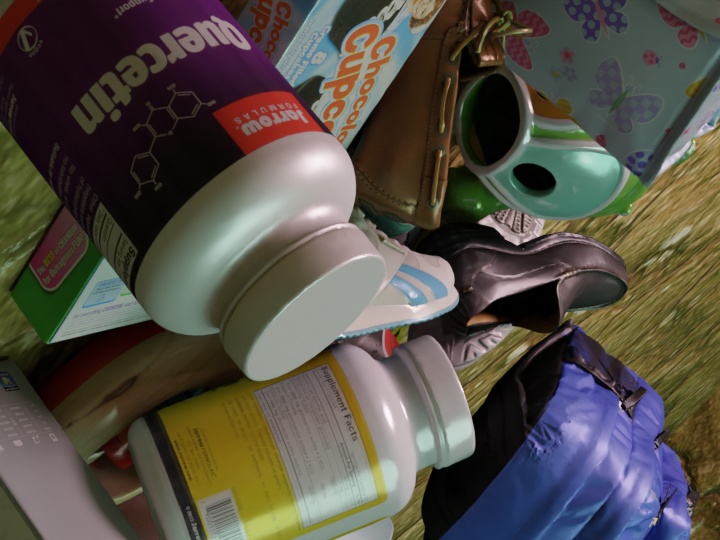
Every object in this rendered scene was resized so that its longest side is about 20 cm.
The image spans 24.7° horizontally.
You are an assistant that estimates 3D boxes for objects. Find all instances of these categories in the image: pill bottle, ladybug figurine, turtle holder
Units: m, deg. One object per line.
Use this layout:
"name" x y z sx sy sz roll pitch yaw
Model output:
"pill bottle" -0.035 0.112 1.012 0.198 0.113 0.112 -20 156 -12
"ladybug figurine" -0.145 0.083 1.066 0.199 0.072 0.136 -34 152 -3
"turtle holder" 0.126 -0.104 1.146 0.130 0.143 0.185 -6 -176 -35
"pill bottle" -0.078 -0.052 0.724 0.112 0.200 0.113 -35 160 -15

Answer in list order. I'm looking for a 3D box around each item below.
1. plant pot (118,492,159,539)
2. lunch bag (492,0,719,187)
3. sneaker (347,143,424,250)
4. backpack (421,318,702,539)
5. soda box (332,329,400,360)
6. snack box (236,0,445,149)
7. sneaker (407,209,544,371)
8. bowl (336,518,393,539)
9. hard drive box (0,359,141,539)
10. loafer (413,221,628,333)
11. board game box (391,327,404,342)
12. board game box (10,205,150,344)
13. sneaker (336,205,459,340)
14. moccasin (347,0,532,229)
"plant pot" -0.140 0.222 1.184 0.198 0.188 0.188 -16 150 -36
"lunch bag" 0.170 -0.182 0.958 0.127 0.169 0.201 -36 164 -47
"sneaker" 0.022 -0.064 1.123 0.088 0.074 0.200 -54 172 -20
"backpack" 0.139 0.146 1.103 0.163 0.167 0.200 -55 176 17
"soda box" -0.012 0.063 1.153 0.071 0.063 0.201 -45 130 -15
"snack box" -0.038 -0.087 0.850 0.201 0.037 0.116 -55 157 22
"sneaker" 0.082 0.017 1.297 0.099 0.078 0.201 -48 -172 49
"bowl" -0.082 0.216 1.377 0.199 0.106 0.201 -26 -168 6
"hard drive box" -0.215 0.180 0.967 0.156 0.200 0.077 -49 159 22
"loafer" 0.126 0.017 1.201 0.198 0.073 0.073 2 139 -36
"board game box" -0.058 0.079 1.268 0.199 0.056 0.197 -33 159 -24
"board game box" -0.094 -0.051 0.942 0.152 0.040 0.201 -13 146 -54
"sneaker" 0.000 0.000 1.036 0.076 0.082 0.199 -14 177 29
"moccasin" 0.052 -0.124 0.917 0.074 0.077 0.204 97 10 -82
